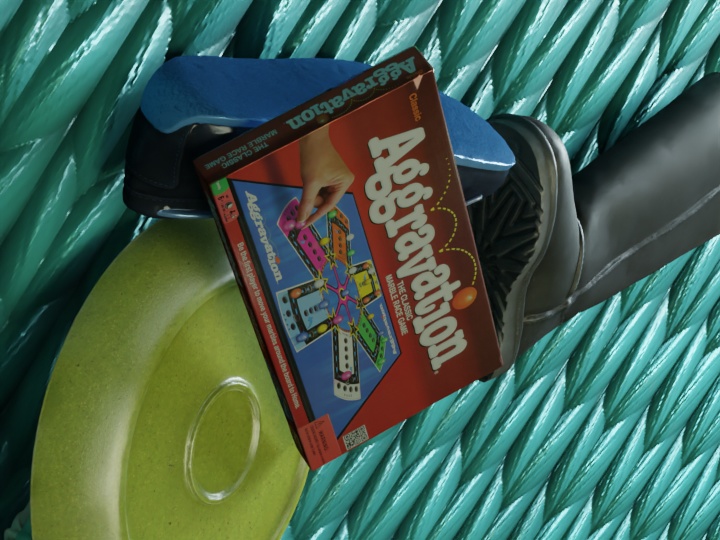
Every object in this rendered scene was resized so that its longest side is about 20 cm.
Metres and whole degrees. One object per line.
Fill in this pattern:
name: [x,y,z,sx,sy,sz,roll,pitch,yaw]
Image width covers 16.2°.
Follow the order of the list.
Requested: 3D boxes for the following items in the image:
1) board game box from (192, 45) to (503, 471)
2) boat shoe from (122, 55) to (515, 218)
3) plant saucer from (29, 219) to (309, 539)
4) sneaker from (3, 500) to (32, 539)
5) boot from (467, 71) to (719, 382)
board game box: [0.000,0.000,1.078,0.103,0.019,0.200,-29,141,-10]
boat shoe: [-0.023,-0.050,1.089,0.199,0.084,0.069,8,122,-38]
plant saucer: [-0.070,0.073,1.108,0.200,0.031,0.201,-32,128,-51]
sneaker: [-0.143,0.134,1.103,0.200,0.075,0.089,-22,127,-53]
boot: [0.130,-0.048,1.288,0.200,0.066,0.165,-28,148,-32]
